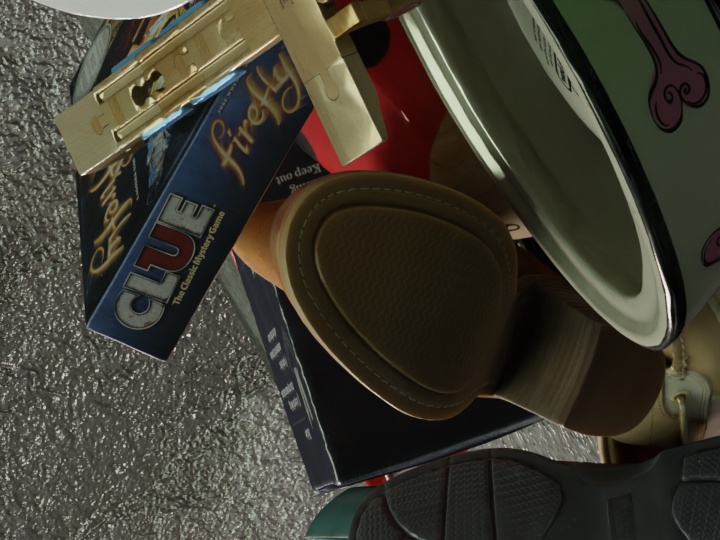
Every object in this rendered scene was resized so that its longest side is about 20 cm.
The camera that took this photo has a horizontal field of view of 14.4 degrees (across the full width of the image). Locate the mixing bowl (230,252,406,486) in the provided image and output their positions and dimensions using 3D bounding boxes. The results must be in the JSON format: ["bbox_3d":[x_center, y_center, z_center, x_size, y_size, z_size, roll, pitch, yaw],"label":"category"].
[{"bbox_3d":[0.016,0.030,1.615,0.201,0.108,0.200,57,172,12],"label":"mixing bowl"}]

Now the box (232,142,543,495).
[{"bbox_3d":[0.005,-0.006,1.357,0.197,0.117,0.201,130,123,-83],"label":"box"}]

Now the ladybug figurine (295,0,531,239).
[{"bbox_3d":[0.013,-0.080,1.133,0.200,0.072,0.136,36,144,34],"label":"ladybug figurine"}]

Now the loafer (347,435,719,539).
[{"bbox_3d":[0.094,0.107,1.113,0.063,0.199,0.072,41,-134,-55],"label":"loafer"}]

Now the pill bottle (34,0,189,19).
[{"bbox_3d":[-0.057,-0.176,0.833,0.113,0.111,0.201,67,-149,-50],"label":"pill bottle"}]

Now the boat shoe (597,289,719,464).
[{"bbox_3d":[0.112,0.039,1.117,0.074,0.069,0.200,54,171,37],"label":"boat shoe"}]

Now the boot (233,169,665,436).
[{"bbox_3d":[0.000,0.000,1.030,0.154,0.074,0.200,27,178,44],"label":"boot"}]

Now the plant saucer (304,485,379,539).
[{"bbox_3d":[0.072,0.121,1.384,0.200,0.198,0.028,124,147,-83],"label":"plant saucer"}]

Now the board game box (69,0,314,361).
[{"bbox_3d":[-0.063,-0.075,1.074,0.034,0.136,0.200,23,-157,-19],"label":"board game box"}]

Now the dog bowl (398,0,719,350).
[{"bbox_3d":[0.071,-0.079,0.896,0.201,0.073,0.200,58,172,12],"label":"dog bowl"}]

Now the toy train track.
[{"bbox_3d":[-0.037,-0.079,0.933,0.200,0.032,0.115,-29,85,50],"label":"toy train track"}]
